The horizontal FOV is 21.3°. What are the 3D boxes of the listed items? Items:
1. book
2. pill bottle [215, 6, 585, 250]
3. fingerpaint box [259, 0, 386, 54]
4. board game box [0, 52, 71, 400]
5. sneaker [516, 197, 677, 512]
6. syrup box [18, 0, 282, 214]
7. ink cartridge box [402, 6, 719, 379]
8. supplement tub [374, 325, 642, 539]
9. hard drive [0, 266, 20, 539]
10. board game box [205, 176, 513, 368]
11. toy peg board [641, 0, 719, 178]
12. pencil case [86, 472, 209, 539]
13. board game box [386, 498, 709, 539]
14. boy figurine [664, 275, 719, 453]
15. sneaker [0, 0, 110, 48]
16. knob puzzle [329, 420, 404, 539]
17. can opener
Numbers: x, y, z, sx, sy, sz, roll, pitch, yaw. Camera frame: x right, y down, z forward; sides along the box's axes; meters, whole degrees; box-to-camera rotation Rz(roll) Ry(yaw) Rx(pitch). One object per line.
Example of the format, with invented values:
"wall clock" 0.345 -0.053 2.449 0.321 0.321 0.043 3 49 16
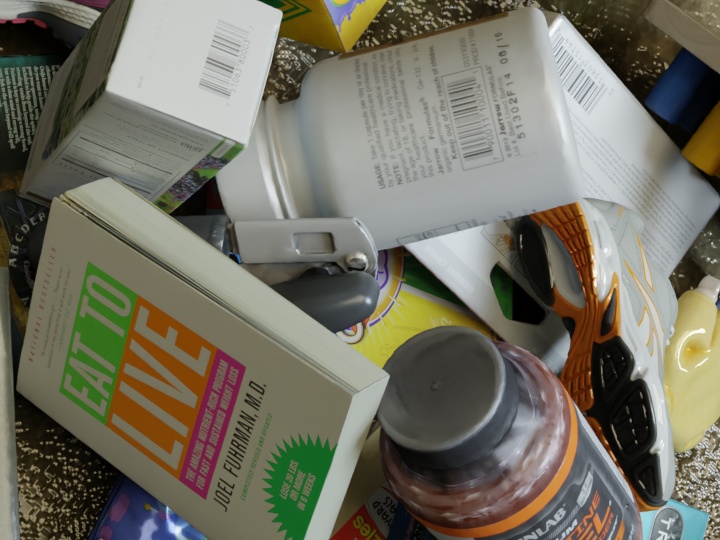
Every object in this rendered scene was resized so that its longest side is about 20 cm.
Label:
"book" -0.088 0.060 0.999 0.199 0.134 0.048 33 31 23
"pill bottle" 0.021 -0.072 1.096 0.199 0.114 0.115 -14 83 8
"fingerpaint box" -0.030 -0.239 1.165 0.200 0.166 0.074 -56 144 -24
"board game box" -0.181 -0.028 1.124 0.135 0.028 0.201 -6 81 -26
"sneaker" 0.167 0.045 1.168 0.092 0.076 0.201 -3 76 -42
"syrup box" -0.118 -0.087 1.038 0.081 0.200 0.079 20 70 -16
"ink cartridge box" 0.123 -0.037 1.223 0.200 0.045 0.177 42 79 -34
"supplement tub" 0.076 0.107 1.021 0.200 0.106 0.107 52 55 -50
"hard drive" -0.257 0.101 1.039 0.139 0.033 0.201 -2 81 -11
"board game box" 0.000 0.000 1.196 0.199 0.040 0.154 8 75 -24
"toy peg board" 0.270 -0.069 1.256 0.199 0.200 0.098 41 103 24
"pencil case" -0.100 0.119 1.078 0.087 0.078 0.201 32 81 -31
"board game box" 0.108 0.190 1.169 0.199 0.047 0.152 22 79 -27
"boy figurine" 0.212 0.069 1.255 0.199 0.064 0.125 -30 131 -30
"sneaker" -0.182 -0.184 1.108 0.199 0.075 0.081 19 33 -5
"knob puzzle" 0.027 0.190 1.168 0.218 0.030 0.221 0 89 -29
"can opener" -0.088 0.004 1.053 0.199 0.054 0.067 -2 37 8
